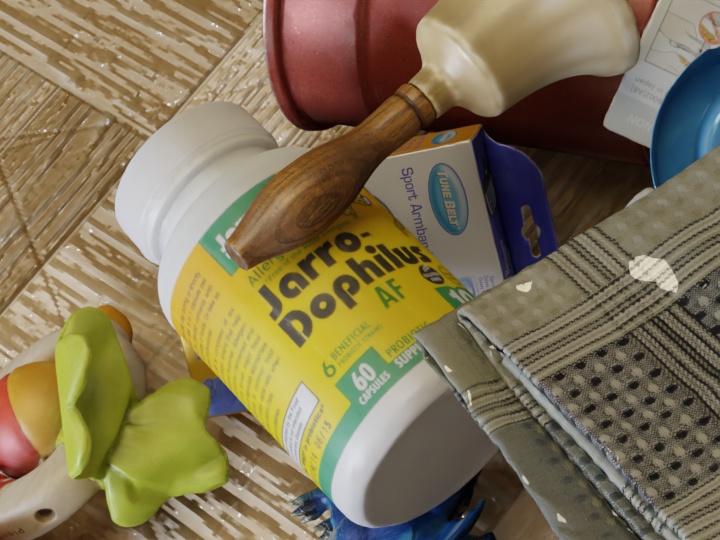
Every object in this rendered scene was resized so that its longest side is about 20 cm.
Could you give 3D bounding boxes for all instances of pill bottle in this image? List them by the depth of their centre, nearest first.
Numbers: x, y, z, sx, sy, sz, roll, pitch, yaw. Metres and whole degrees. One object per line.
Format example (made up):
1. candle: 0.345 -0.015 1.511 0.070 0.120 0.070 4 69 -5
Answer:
1. pill bottle: -0.023 0.014 1.077 0.113 0.113 0.200 -41 63 -6

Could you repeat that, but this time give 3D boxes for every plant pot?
1. plant pot: 0.081 -0.147 1.193 0.194 0.201 0.201 16 66 21

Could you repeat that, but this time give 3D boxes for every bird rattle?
1. bird rattle: -0.165 0.102 1.203 0.200 0.113 0.163 -43 29 21

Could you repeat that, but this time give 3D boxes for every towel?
1. towel: 0.144 0.033 0.902 0.200 0.035 0.193 -32 51 -9

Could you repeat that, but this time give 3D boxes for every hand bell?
1. hand bell: 0.019 -0.069 1.031 0.200 0.104 0.104 -41 53 -15

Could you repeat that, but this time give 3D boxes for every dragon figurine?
1. dragon figurine: 0.034 0.126 1.110 0.200 0.059 0.099 -38 53 -3

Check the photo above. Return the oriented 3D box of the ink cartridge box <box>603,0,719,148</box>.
1. ink cartridge box: 0.223 -0.128 1.087 0.162 0.057 0.201 24 98 -1

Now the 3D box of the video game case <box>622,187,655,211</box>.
1. video game case: 0.205 0.068 0.999 0.023 0.182 0.200 -44 53 -6

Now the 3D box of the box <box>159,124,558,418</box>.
1. box: 0.000 0.000 1.172 0.199 0.120 0.041 -10 14 18

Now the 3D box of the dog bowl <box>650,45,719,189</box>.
1. dog bowl: 0.216 -0.082 1.043 0.200 0.050 0.112 -42 93 2
